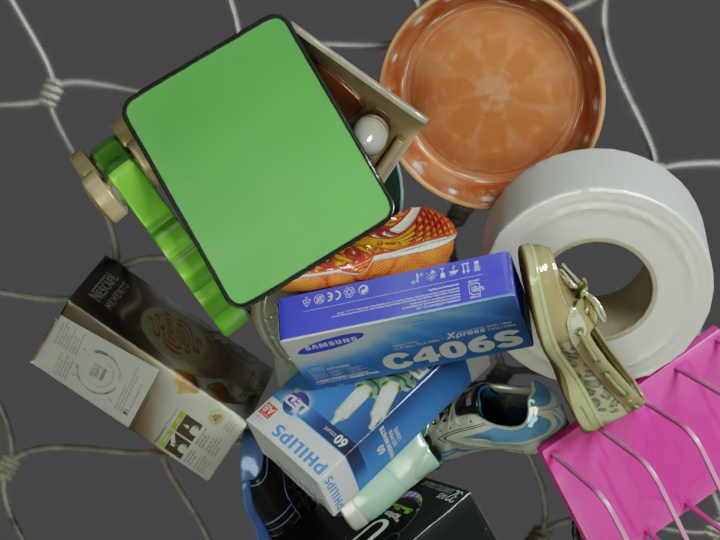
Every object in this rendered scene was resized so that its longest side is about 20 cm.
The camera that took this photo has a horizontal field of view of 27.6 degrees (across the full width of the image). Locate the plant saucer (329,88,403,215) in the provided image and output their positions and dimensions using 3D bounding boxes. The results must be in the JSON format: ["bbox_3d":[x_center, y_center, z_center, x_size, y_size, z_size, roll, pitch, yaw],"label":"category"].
[{"bbox_3d":[-0.055,-0.080,1.331,0.197,0.036,0.203,5,115,11],"label":"plant saucer"}]

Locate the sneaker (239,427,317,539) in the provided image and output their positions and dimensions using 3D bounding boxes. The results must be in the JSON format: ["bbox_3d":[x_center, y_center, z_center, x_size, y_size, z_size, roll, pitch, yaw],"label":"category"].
[{"bbox_3d":[-0.067,0.241,1.449,0.077,0.070,0.202,-7,116,8],"label":"sneaker"}]

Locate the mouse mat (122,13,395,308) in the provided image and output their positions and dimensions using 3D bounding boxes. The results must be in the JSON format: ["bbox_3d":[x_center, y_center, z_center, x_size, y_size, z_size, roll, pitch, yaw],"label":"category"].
[{"bbox_3d":[-0.083,-0.090,1.197,0.160,0.008,0.202,-30,85,-3],"label":"mouse mat"}]

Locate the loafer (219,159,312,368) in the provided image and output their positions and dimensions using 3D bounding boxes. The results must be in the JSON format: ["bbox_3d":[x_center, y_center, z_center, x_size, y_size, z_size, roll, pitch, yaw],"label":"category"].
[{"bbox_3d":[-0.081,-0.012,1.273,0.071,0.063,0.202,-29,121,-20],"label":"loafer"}]

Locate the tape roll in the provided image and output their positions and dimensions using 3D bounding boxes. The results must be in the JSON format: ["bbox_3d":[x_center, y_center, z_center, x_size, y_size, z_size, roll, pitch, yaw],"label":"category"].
[{"bbox_3d":[0.203,0.000,1.275,0.199,0.071,0.205,3,123,4],"label":"tape roll"}]

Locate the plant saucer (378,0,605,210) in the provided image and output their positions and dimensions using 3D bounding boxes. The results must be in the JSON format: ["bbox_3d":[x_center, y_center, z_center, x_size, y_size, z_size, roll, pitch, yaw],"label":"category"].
[{"bbox_3d":[0.114,-0.153,1.280,0.197,0.032,0.203,3,112,8],"label":"plant saucer"}]

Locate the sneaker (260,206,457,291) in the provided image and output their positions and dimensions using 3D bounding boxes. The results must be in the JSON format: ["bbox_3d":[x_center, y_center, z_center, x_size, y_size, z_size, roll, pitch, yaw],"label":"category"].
[{"bbox_3d":[0.000,0.000,1.256,0.198,0.073,0.078,-7,127,-32],"label":"sneaker"}]

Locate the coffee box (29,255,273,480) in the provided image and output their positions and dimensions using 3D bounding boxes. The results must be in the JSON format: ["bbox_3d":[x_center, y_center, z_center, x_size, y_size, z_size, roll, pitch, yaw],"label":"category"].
[{"bbox_3d":[-0.193,0.090,1.383,0.199,0.115,0.080,34,113,-5],"label":"coffee box"}]

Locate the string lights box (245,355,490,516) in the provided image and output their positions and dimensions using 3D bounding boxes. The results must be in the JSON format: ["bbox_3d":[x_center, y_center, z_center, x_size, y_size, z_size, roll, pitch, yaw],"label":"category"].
[{"bbox_3d":[0.009,0.107,1.289,0.102,0.200,0.059,34,157,36],"label":"string lights box"}]

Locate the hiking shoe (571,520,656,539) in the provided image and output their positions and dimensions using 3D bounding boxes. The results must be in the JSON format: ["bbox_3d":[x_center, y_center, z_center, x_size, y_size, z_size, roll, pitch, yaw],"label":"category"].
[{"bbox_3d":[0.248,0.195,1.382,0.085,0.074,0.203,-5,111,-15],"label":"hiking shoe"}]

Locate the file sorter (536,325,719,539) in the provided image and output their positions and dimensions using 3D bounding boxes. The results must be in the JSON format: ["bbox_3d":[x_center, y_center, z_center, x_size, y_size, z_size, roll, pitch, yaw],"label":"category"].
[{"bbox_3d":[0.286,0.174,1.278,0.199,0.125,0.140,-33,111,-8],"label":"file sorter"}]

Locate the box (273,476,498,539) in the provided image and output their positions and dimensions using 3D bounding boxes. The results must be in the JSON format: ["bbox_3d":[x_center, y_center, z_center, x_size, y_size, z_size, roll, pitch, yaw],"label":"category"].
[{"bbox_3d":[0.029,0.278,1.350,0.148,0.199,0.125,-36,106,-21],"label":"box"}]

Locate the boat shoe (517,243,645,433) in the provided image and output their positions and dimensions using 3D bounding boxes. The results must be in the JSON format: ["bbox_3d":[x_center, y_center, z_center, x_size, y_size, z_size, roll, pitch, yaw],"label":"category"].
[{"bbox_3d":[0.182,0.050,1.222,0.062,0.074,0.201,-20,129,11],"label":"boat shoe"}]

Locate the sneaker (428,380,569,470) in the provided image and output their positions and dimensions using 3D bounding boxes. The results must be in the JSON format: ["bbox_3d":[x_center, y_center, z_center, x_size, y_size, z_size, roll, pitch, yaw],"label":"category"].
[{"bbox_3d":[0.096,0.137,1.357,0.198,0.072,0.073,-13,123,31],"label":"sneaker"}]

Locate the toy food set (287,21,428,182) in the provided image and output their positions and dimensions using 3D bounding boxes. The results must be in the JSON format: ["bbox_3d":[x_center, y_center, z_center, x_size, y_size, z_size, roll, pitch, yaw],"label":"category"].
[{"bbox_3d":[-0.050,-0.095,1.270,0.143,0.061,0.201,34,116,-4],"label":"toy food set"}]

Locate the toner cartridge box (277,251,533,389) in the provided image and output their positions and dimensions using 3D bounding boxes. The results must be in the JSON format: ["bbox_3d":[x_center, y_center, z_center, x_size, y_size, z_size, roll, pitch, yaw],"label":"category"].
[{"bbox_3d":[0.038,0.044,1.220,0.197,0.044,0.095,-12,147,12],"label":"toner cartridge box"}]

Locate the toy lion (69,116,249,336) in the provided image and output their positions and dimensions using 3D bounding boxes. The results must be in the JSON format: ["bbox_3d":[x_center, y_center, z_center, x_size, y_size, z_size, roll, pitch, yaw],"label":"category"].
[{"bbox_3d":[-0.169,-0.031,1.293,0.068,0.200,0.193,-37,110,-5],"label":"toy lion"}]

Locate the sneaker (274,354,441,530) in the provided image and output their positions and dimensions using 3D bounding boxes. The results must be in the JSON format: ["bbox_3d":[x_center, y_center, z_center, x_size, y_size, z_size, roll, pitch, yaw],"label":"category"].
[{"bbox_3d":[0.001,0.131,1.359,0.117,0.201,0.074,-32,145,0],"label":"sneaker"}]
